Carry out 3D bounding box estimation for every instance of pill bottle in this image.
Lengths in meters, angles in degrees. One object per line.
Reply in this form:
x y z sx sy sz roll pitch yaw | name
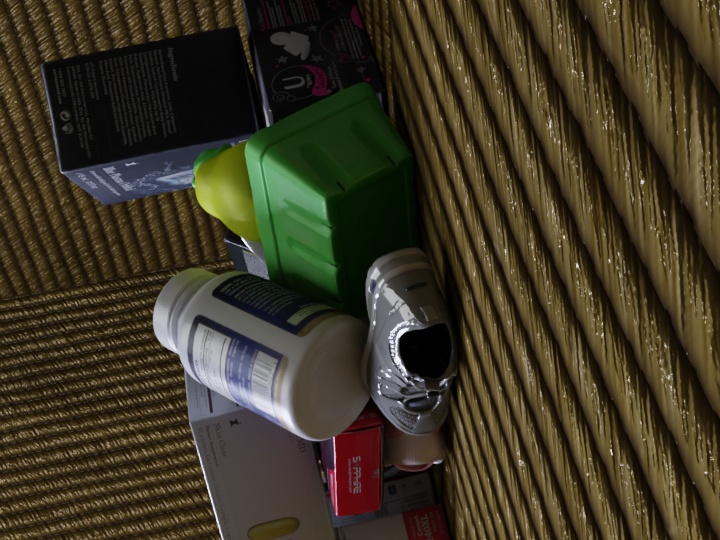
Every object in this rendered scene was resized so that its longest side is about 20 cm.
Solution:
-0.090 0.065 1.038 0.200 0.111 0.111 22 133 38 | pill bottle

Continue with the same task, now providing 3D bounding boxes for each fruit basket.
-0.050 -0.068 1.064 0.216 0.155 0.216 47 154 32 | fruit basket

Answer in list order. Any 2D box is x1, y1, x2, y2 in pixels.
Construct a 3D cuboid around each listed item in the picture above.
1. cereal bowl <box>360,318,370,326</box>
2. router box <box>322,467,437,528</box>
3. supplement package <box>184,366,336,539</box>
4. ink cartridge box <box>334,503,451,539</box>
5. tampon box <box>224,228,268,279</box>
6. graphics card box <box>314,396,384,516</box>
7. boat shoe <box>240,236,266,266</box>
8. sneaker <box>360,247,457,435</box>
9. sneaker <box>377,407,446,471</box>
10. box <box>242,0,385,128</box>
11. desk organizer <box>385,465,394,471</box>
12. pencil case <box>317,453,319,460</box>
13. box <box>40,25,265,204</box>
-0.054 0.094 1.534 0.083 0.200 0.200 111 154 -43 | cereal bowl
-0.020 0.274 1.383 0.179 0.200 0.049 144 112 -85 | router box
-0.101 0.193 1.195 0.156 0.111 0.200 -119 15 -68 | supplement package
-0.001 0.333 1.283 0.145 0.200 0.083 89 169 -63 | ink cartridge box
-0.075 -0.055 1.437 0.200 0.126 0.150 94 -163 -74 | tampon box
-0.025 0.120 1.130 0.200 0.051 0.126 -109 13 -46 | graphics card box
-0.042 -0.032 1.192 0.200 0.093 0.075 39 -160 -45 | boat shoe
0.042 0.078 0.948 0.200 0.075 0.082 78 171 -46 | sneaker
0.036 0.140 1.155 0.200 0.075 0.105 -156 61 -80 | sneaker
-0.047 -0.180 1.181 0.132 0.115 0.200 84 174 -46 | box
0.009 0.201 1.380 0.072 0.077 0.200 60 168 4 | desk organizer
-0.066 0.138 1.336 0.088 0.088 0.200 -109 28 -60 | pencil case
-0.204 -0.156 1.224 0.197 0.200 0.118 88 169 -84 | box
